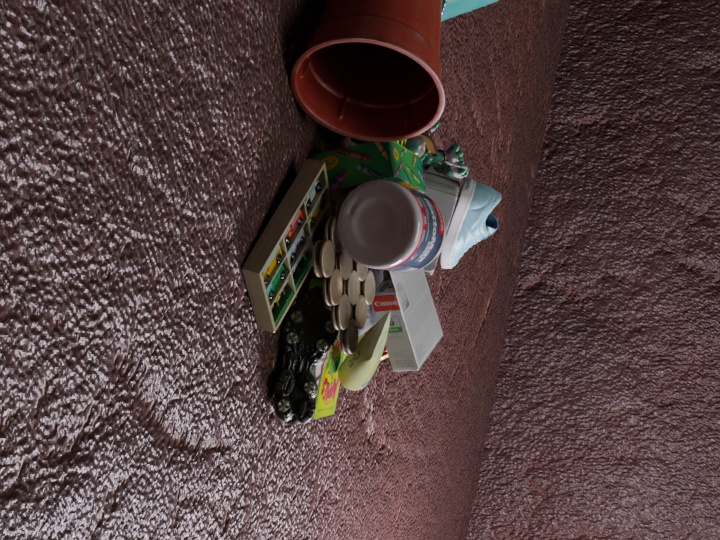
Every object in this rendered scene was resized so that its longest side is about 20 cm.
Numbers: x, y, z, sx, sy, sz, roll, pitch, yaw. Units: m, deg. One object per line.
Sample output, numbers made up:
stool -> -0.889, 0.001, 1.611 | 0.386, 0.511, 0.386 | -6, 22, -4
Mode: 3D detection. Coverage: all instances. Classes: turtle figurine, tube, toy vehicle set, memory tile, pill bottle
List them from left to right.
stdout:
toy vehicle set -> -0.091, -0.034, 1.555 | 0.125, 0.026, 0.201 | 81, 30, -51
memory tile -> -0.021, 0.006, 1.643 | 0.154, 0.017, 0.201 | -71, 154, -43
tube -> 0.009, 0.121, 1.696 | 0.200, 0.052, 0.058 | 120, -47, -66
pill bottle -> 0.054, -0.058, 1.653 | 0.200, 0.119, 0.121 | 6, 95, -71
turtle figurine -> 0.111, -0.207, 1.909 | 0.151, 0.100, 0.200 | 67, 13, 0

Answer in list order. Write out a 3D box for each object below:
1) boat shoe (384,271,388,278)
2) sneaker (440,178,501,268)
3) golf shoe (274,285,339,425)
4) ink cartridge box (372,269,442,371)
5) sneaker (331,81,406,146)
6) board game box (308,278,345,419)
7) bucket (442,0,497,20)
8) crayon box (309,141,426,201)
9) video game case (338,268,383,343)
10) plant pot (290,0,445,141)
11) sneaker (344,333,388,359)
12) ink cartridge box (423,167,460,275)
boat shoe -> 0.076, 0.029, 1.980 | 0.073, 0.065, 0.201 | 45, 15, -42
sneaker -> 0.189, -0.066, 2.011 | 0.201, 0.081, 0.074 | 105, 4, -50
golf shoe -> -0.081, 0.120, 1.677 | 0.088, 0.077, 0.201 | 122, -15, -80
ink cartridge box -> 0.064, 0.043, 1.825 | 0.109, 0.050, 0.201 | -48, 126, -53
sneaker -> -0.008, -0.214, 1.679 | 0.200, 0.083, 0.075 | 27, 70, -54
board game box -> -0.057, 0.116, 1.768 | 0.102, 0.047, 0.202 | 9, 91, -75
bucket -> 0.108, -0.451, 1.667 | 0.134, 0.207, 0.208 | -30, 137, -29
crayon box -> 0.014, -0.138, 1.700 | 0.200, 0.118, 0.059 | 8, 72, -74
video game case -> 0.000, 0.000, 1.776 | 0.200, 0.024, 0.184 | -32, 120, -72
plant pot -> 0.025, -0.308, 1.544 | 0.201, 0.199, 0.196 | 75, 23, -57
sneaker -> 0.028, 0.114, 1.890 | 0.200, 0.090, 0.079 | -16, 98, -55
ink cartridge box -> 0.111, -0.095, 2.001 | 0.200, 0.083, 0.145 | -69, 176, -72
